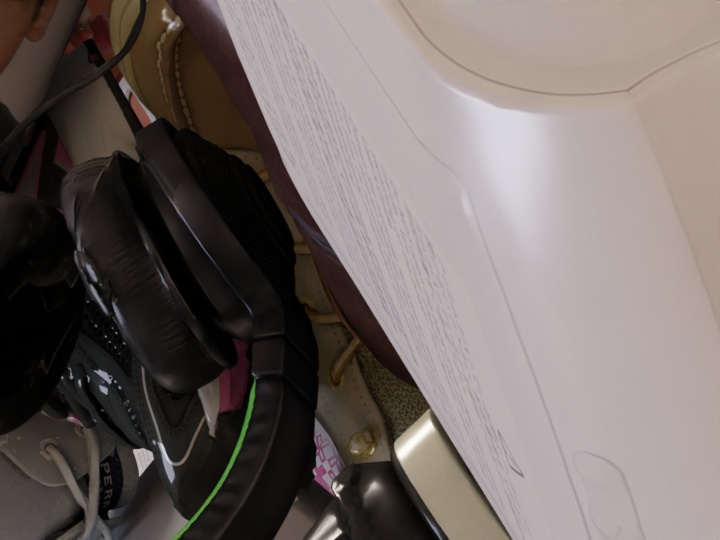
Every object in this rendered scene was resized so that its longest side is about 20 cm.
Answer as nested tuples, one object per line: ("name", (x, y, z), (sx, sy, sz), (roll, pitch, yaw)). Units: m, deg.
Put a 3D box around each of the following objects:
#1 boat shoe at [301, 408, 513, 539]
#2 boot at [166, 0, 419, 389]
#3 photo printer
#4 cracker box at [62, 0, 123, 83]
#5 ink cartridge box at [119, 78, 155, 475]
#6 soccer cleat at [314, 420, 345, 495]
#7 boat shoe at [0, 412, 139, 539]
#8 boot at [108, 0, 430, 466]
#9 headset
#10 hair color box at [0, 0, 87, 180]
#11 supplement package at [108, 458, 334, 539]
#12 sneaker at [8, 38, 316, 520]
("boat shoe", (0.045, 0.091, 0.629), (0.201, 0.063, 0.074), (35, -164, -52))
("boot", (0.010, -0.044, 0.681), (0.166, 0.072, 0.200), (47, 164, 51))
("photo printer", (0.031, -0.022, 0.497), (0.200, 0.069, 0.167), (58, 171, 48))
("cracker box", (-0.158, -0.105, 1.037), (0.134, 0.058, 0.200), (39, 164, -17))
("ink cartridge box", (-0.073, -0.003, 1.079), (0.176, 0.045, 0.200), (117, 143, -48))
("soccer cleat", (-0.008, 0.027, 1.035), (0.200, 0.070, 0.086), (-141, 27, -77))
("boat shoe", (-0.102, 0.053, 0.914), (0.201, 0.071, 0.070), (-62, -25, -61))
("boot", (0.000, 0.000, 0.858), (0.155, 0.072, 0.200), (63, 178, 30))
("headset", (-0.078, -0.005, 0.748), (0.094, 0.123, 0.200), (52, -150, -58))
("hair color box", (-0.147, -0.055, 0.849), (0.099, 0.061, 0.200), (39, -133, -24))
("supplement package", (-0.003, 0.154, 0.915), (0.200, 0.120, 0.121), (41, -179, -14))
("sneaker", (-0.078, 0.017, 0.862), (0.080, 0.086, 0.200), (61, 178, -33))
